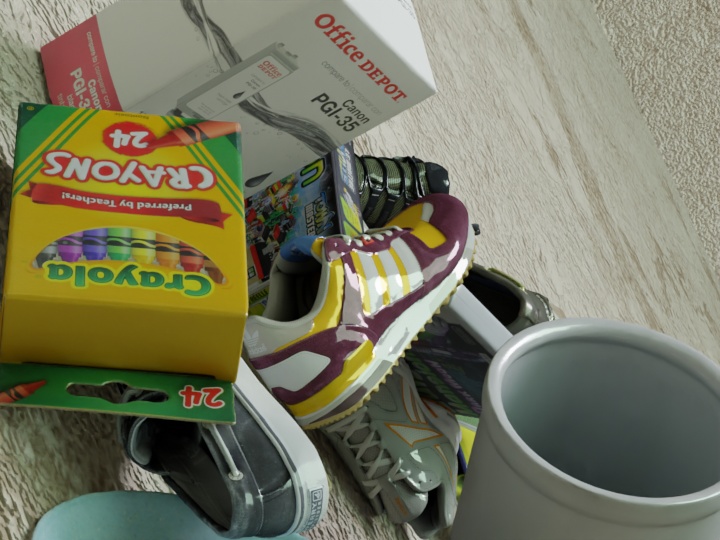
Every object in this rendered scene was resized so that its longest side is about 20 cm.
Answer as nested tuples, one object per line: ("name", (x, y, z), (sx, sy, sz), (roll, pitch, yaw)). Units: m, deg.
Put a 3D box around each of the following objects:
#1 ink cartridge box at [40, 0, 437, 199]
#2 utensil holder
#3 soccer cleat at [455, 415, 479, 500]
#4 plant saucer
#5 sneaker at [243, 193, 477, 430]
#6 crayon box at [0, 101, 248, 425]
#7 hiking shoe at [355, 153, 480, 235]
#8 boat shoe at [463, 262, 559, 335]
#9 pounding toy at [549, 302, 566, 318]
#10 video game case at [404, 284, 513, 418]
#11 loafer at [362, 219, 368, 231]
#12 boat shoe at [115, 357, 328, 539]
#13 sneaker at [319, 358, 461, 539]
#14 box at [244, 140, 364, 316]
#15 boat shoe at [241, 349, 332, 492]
("ink cartridge box", (-0.074, -0.126, 1.322), (0.146, 0.199, 0.083), (37, 30, -54))
("utensil holder", (0.140, 0.160, 1.321), (0.171, 0.168, 0.201), (-93, -169, -54))
("soccer cleat", (0.109, 0.169, 1.565), (0.083, 0.065, 0.200), (-18, 49, -41))
("plant saucer", (-0.070, 0.173, 1.040), (0.199, 0.039, 0.201), (19, 16, -6))
("sneaker", (0.000, 0.000, 1.276), (0.090, 0.075, 0.200), (53, 45, -19))
("crayon box", (-0.124, -0.008, 1.126), (0.201, 0.126, 0.051), (-97, -164, -49))
("hiking shoe", (0.015, -0.068, 1.666), (0.200, 0.100, 0.076), (44, 21, -49))
("boat shoe", (0.044, 0.018, 1.500), (0.060, 0.200, 0.073), (47, 63, -55))
("pounding toy", (0.140, 0.107, 1.701), (0.200, 0.141, 0.185), (26, 40, -64))
("video game case", (0.035, 0.052, 1.453), (0.200, 0.181, 0.024), (43, 62, -48))
("loafer", (-0.038, -0.064, 1.515), (0.201, 0.069, 0.070), (-109, -170, -52))
("boat shoe", (-0.097, 0.077, 1.129), (0.067, 0.072, 0.200), (-10, 38, -34))
("sneaker", (0.017, 0.118, 1.450), (0.200, 0.075, 0.093), (39, 36, -48))
("box", (-0.055, -0.049, 1.418), (0.035, 0.110, 0.201), (49, 21, -36))
("boat shoe", (-0.083, 0.054, 1.259), (0.202, 0.063, 0.073), (66, 17, 9))
